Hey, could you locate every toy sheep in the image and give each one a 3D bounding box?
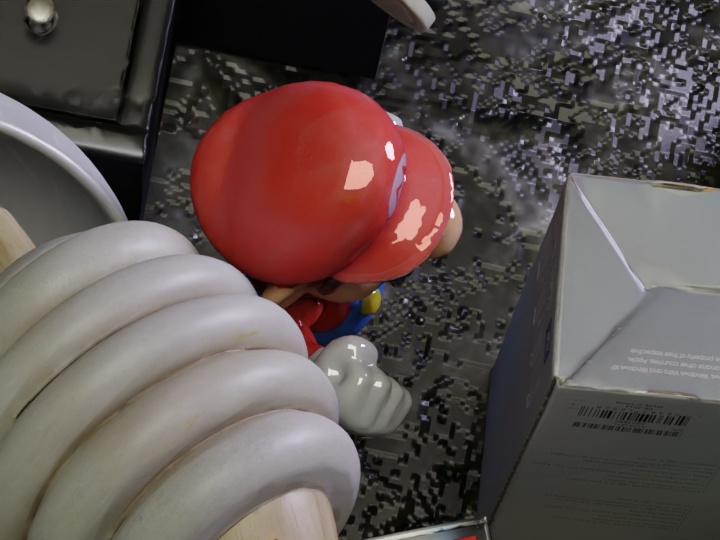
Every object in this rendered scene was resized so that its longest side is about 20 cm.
[{"bbox_3d":[-0.075,0.054,0.972,0.138,0.138,0.200,-34,67,-16],"label":"toy sheep"}]

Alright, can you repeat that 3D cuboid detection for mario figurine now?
[{"bbox_3d":[0.000,0.000,1.068,0.106,0.200,0.124,-31,76,-15],"label":"mario figurine"}]

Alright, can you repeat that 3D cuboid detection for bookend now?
[{"bbox_3d":[-0.070,-0.105,1.158,0.197,0.092,0.201,11,70,-2],"label":"bookend"}]

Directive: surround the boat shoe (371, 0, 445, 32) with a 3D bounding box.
[{"bbox_3d":[-0.024,-0.175,1.099,0.066,0.075,0.200,-40,71,-5],"label":"boat shoe"}]

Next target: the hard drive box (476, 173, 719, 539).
[{"bbox_3d":[0.130,0.045,1.064,0.155,0.200,0.077,7,68,-4],"label":"hard drive box"}]

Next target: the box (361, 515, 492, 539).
[{"bbox_3d":[0.008,0.187,0.983,0.109,0.035,0.201,-12,64,1],"label":"box"}]

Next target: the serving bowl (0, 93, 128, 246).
[{"bbox_3d":[-0.175,0.004,1.072,0.199,0.201,0.066,-5,38,-8],"label":"serving bowl"}]
